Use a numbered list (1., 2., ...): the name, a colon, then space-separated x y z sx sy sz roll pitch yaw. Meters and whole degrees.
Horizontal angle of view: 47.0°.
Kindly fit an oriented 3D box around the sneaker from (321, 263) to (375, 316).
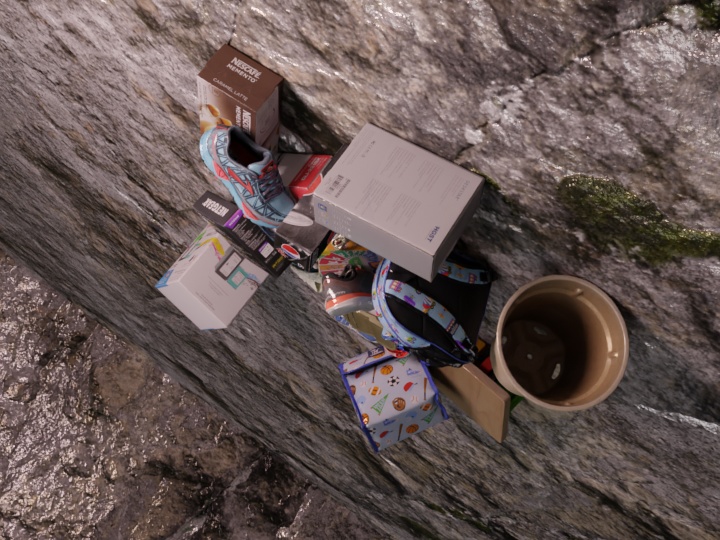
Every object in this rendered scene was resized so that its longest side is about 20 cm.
1. sneaker: 0.009 0.023 1.397 0.077 0.200 0.082 -27 77 32

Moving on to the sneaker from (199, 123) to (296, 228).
1. sneaker: -0.164 -0.145 1.298 0.200 0.079 0.095 46 147 -21

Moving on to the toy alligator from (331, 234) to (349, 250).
1. toy alligator: 0.047 -0.072 1.335 0.199 0.060 0.054 -21 162 30

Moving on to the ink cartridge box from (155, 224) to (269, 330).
1. ink cartridge box: -0.301 0.003 1.764 0.146 0.200 0.146 46 152 -20

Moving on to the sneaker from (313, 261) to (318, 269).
1. sneaker: 0.000 0.000 1.523 0.199 0.087 0.075 24 149 20

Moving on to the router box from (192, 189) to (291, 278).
1. router box: -0.225 -0.071 1.561 0.149 0.051 0.200 47 170 -30

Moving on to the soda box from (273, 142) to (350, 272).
1. soda box: -0.053 -0.100 1.281 0.071 0.200 0.063 32 154 6

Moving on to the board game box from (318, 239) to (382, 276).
1. board game box: 0.027 -0.020 1.413 0.199 0.030 0.096 -2 152 -2

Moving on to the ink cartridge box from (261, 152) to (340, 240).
1. ink cartridge box: -0.108 -0.125 1.441 0.199 0.084 0.145 9 145 41

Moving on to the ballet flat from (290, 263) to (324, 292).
1. ballet flat: -0.064 0.018 1.635 0.199 0.072 0.072 12 147 41

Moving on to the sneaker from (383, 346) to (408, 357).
1. sneaker: 0.071 0.119 1.616 0.067 0.108 0.201 39 155 -8

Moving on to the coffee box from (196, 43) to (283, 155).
1. coffee box: -0.193 -0.249 1.335 0.114 0.080 0.200 32 154 6

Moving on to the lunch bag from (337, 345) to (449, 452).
1. lunch bag: 0.058 0.226 1.645 0.200 0.169 0.124 -113 1 -47

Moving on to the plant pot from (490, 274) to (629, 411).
1. plant pot: 0.288 0.124 1.296 0.200 0.201 0.184 34 167 2

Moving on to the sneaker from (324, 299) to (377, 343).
1. sneaker: -0.008 0.092 1.627 0.077 0.076 0.200 10 -174 -25

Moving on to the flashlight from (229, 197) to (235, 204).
1. flashlight: -0.161 -0.083 1.592 0.200 0.068 0.068 37 173 -11

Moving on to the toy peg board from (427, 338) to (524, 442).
1. toy peg board: 0.233 0.202 1.609 0.199 0.098 0.200 40 159 27

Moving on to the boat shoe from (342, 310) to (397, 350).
1. boat shoe: 0.024 0.075 1.518 0.200 0.068 0.075 35 149 40

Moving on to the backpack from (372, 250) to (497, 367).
1. backpack: 0.098 0.044 1.328 0.199 0.183 0.134 29 156 -27

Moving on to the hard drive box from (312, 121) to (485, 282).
1. hard drive box: 0.055 -0.102 1.200 0.199 0.156 0.077 28 154 15
